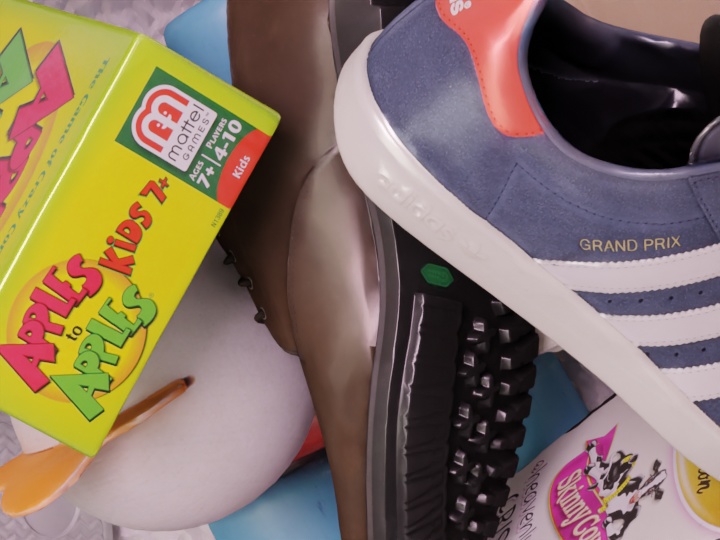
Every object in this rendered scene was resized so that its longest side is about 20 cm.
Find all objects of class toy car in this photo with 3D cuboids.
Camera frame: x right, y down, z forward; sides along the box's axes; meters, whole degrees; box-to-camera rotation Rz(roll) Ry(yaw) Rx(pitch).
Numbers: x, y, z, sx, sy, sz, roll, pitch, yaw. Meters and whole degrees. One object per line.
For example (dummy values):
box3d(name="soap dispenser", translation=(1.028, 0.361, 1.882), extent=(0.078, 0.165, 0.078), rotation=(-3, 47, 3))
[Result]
box3d(name="toy car", translation=(-0.061, 0.028, 0.865), extent=(0.177, 0.200, 0.185), rotation=(-25, 97, 38))

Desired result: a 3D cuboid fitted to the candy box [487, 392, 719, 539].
box3d(name="candy box", translation=(0.058, 0.111, 0.808), extent=(0.061, 0.137, 0.200), rotation=(43, 116, -14))

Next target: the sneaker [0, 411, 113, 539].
box3d(name="sneaker", translation=(-0.147, 0.134, 1.055), extent=(0.118, 0.074, 0.201), rotation=(-5, 104, 43))

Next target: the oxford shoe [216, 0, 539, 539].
box3d(name="oxford shoe", translation=(0.000, 0.000, 0.783), extent=(0.084, 0.073, 0.201), rotation=(2, 102, 36))

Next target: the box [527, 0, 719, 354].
box3d(name="box", translation=(0.047, -0.088, 0.808), extent=(0.078, 0.095, 0.200), rotation=(-28, 96, 39))

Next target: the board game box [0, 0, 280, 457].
box3d(name="board game box", translation=(-0.100, -0.023, 0.795), extent=(0.048, 0.102, 0.200), rotation=(30, 177, -24))

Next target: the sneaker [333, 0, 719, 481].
box3d(name="sneaker", translation=(0.092, -0.011, 0.704), extent=(0.200, 0.075, 0.084), rotation=(33, 126, -22))
